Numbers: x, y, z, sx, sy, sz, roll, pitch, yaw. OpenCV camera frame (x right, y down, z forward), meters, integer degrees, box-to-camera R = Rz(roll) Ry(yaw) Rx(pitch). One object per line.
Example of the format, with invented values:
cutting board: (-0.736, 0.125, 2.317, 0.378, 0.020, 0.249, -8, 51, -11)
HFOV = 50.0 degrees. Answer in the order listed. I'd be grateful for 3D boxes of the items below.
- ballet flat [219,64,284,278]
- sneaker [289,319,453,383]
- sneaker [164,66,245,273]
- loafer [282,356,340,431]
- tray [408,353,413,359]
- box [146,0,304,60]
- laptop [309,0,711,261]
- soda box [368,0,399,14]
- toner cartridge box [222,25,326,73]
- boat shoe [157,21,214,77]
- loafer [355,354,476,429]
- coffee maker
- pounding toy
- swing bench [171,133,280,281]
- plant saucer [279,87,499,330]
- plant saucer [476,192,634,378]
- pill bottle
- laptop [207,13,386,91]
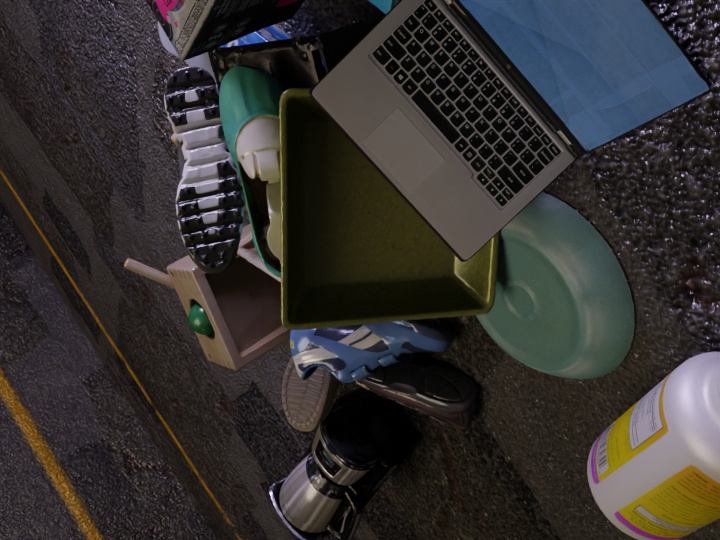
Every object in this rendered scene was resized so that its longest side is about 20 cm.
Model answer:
ballet flat: (-0.075, -0.078, 0.679, 0.071, 0.067, 0.201, -114, 12, -58)
sneaker: (0.010, 0.090, 0.898, 0.199, 0.074, 0.083, -1, 85, 19)
sneaker: (-0.147, -0.093, 0.768, 0.091, 0.066, 0.202, 80, 180, -80)
loafer: (-0.048, 0.112, 1.021, 0.075, 0.068, 0.201, 9, 85, 32)
tray: (0.004, 0.111, 1.059, 0.199, 0.022, 0.108, 19, 130, 50)
box: (-0.097, -0.280, 0.617, 0.115, 0.132, 0.200, 59, 150, -2)
laptop: (0.096, -0.129, 0.557, 0.187, 0.200, 0.116, 46, -174, -10)
soda box: (-0.013, -0.305, 0.665, 0.200, 0.064, 0.068, 45, 148, 25)
toner cartridge box: (-0.122, -0.254, 0.846, 0.200, 0.095, 0.043, 42, 112, 28)
boat shoe: (-0.182, -0.275, 0.959, 0.200, 0.066, 0.070, 38, 133, 42)
loafer: (0.049, 0.138, 0.941, 0.199, 0.072, 0.063, 20, 136, 32)
coffee maker: (-0.017, 0.266, 1.110, 0.134, 0.192, 0.200, 35, 126, 3)
pounding toy: (-0.198, 0.029, 1.118, 0.142, 0.199, 0.185, 4, 120, 56)
swing bench: (-0.091, -0.089, 0.917, 0.198, 0.130, 0.201, 29, 152, 42)
plant saucer: (0.024, -0.057, 0.674, 0.048, 0.198, 0.202, -136, 45, -67)
plant saucer: (0.159, 0.021, 0.720, 0.200, 0.036, 0.201, 38, 145, 34)
pill bottle: (0.260, 0.130, 0.588, 0.104, 0.104, 0.200, 49, 149, 19)
laptop: (-0.017, -0.140, 0.721, 0.199, 0.103, 0.178, 4, 121, 35)
